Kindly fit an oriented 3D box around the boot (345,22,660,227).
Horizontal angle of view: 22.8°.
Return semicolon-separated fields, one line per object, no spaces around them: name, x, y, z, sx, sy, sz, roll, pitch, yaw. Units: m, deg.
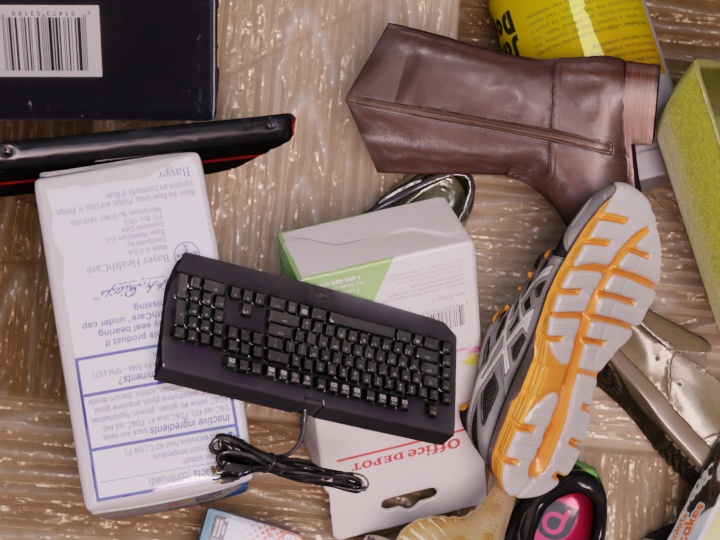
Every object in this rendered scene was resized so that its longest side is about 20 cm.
boot;0.085;-0.057;1.151;0.197;0.064;0.189;8;93;10

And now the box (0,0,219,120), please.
box;-0.188;-0.194;1.134;0.197;0.124;0.199;0;38;-4

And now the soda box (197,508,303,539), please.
soda box;-0.095;0.259;1.149;0.068;0.064;0.202;16;80;-2

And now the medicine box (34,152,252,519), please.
medicine box;-0.132;0.047;1.117;0.102;0.182;0.203;-9;82;-5

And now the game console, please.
game console;-0.154;-0.076;1.125;0.198;0.177;0.031;-8;88;-18

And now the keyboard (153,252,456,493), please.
keyboard;-0.029;0.069;1.041;0.198;0.021;0.129;15;70;-28

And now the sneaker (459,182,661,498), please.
sneaker;0.115;0.035;1.095;0.078;0.077;0.202;17;103;-37

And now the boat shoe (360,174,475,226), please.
boat shoe;0.001;0.000;1.194;0.201;0.066;0.072;-44;87;-10

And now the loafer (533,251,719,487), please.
loafer;0.193;0.059;1.201;0.067;0.076;0.201;-40;91;-14

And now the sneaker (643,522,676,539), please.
sneaker;0.185;0.259;1.178;0.080;0.074;0.201;34;84;-14

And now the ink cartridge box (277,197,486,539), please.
ink cartridge box;0.017;0.065;1.154;0.116;0.067;0.202;-12;120;-12

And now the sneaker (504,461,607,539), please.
sneaker;0.106;0.216;1.161;0.076;0.084;0.202;21;80;-1

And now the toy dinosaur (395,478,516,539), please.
toy dinosaur;0.070;0.185;1.095;0.101;0.058;0.200;41;71;5

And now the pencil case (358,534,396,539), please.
pencil case;-0.002;0.266;1.129;0.089;0.078;0.201;12;64;36

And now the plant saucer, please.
plant saucer;0.254;-0.035;1.173;0.047;0.199;0.202;-19;87;26

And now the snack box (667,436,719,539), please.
snack box;0.263;0.174;1.152;0.116;0.037;0.201;37;71;-17

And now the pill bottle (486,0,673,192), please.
pill bottle;0.150;-0.149;1.210;0.103;0.104;0.202;-16;83;-7
